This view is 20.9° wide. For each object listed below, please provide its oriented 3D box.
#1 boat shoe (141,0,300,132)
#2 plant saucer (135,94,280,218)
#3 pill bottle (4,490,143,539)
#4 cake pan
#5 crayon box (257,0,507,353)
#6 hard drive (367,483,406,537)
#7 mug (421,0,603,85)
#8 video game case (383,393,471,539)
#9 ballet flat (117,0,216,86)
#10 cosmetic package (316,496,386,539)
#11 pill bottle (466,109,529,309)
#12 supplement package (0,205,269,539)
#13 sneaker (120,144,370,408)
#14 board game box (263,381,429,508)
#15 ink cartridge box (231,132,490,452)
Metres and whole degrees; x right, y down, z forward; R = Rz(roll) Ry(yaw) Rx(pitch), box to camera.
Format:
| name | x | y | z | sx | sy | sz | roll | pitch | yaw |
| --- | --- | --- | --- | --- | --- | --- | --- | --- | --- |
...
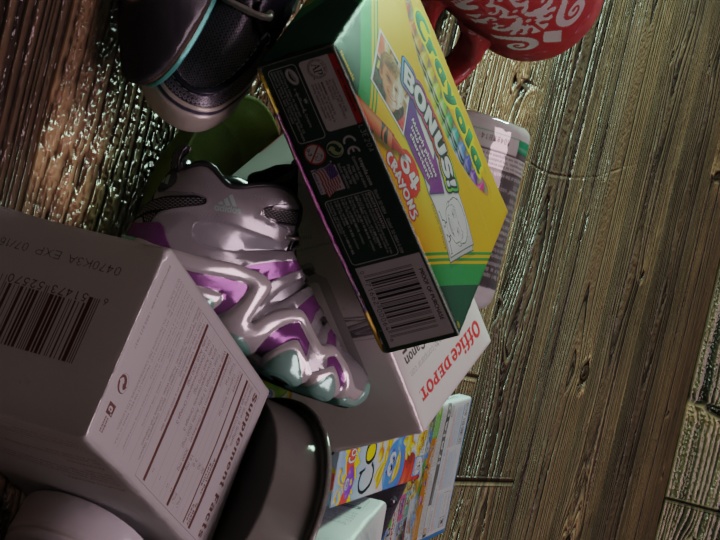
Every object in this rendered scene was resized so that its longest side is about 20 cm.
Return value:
| name | x | y | z | sx | sy | sz | roll | pitch | yaw |
| --- | --- | --- | --- | --- | --- | --- | --- | --- | --- |
| boat shoe | -0.070 | -0.178 | 1.191 | 0.093 | 0.075 | 0.200 | -50 | -164 | 48 |
| plant saucer | -0.105 | -0.020 | 1.299 | 0.200 | 0.031 | 0.200 | 12 | 90 | -70 |
| pill bottle | -0.195 | 0.229 | 1.090 | 0.111 | 0.111 | 0.200 | 75 | 34 | -52 |
| cake pan | -0.102 | 0.158 | 1.219 | 0.037 | 0.200 | 0.201 | 38 | 61 | -31 |
| crayon box | 0.020 | -0.078 | 1.227 | 0.200 | 0.058 | 0.173 | 66 | 25 | -21 |
| hard drive | -0.023 | 0.218 | 1.612 | 0.135 | 0.042 | 0.200 | -66 | 163 | 6 |
| mug | 0.107 | -0.236 | 1.599 | 0.200 | 0.133 | 0.178 | 15 | 86 | -67 |
| video game case | 0.057 | 0.197 | 1.886 | 0.200 | 0.018 | 0.143 | -3 | 106 | -70 |
| ballet flat | -0.105 | -0.206 | 1.150 | 0.200 | 0.073 | 0.073 | -63 | 157 | -18 |
| cosmetic package | -0.072 | 0.273 | 1.398 | 0.200 | 0.123 | 0.200 | -33 | 133 | -72 |
| pill bottle | 0.067 | -0.032 | 1.632 | 0.113 | 0.113 | 0.200 | 17 | 85 | -70 |
| supplement package | -0.148 | 0.067 | 1.111 | 0.200 | 0.117 | 0.117 | 64 | 44 | -61 |
| sneaker | -0.048 | -0.007 | 1.209 | 0.200 | 0.078 | 0.140 | 33 | 80 | -34 |
| board game box | -0.024 | 0.108 | 1.486 | 0.200 | 0.105 | 0.103 | -2 | 103 | -70 |
| ink cartridge box | 0.000 | 0.000 | 1.324 | 0.147 | 0.083 | 0.200 | -47 | 119 | -56 |
